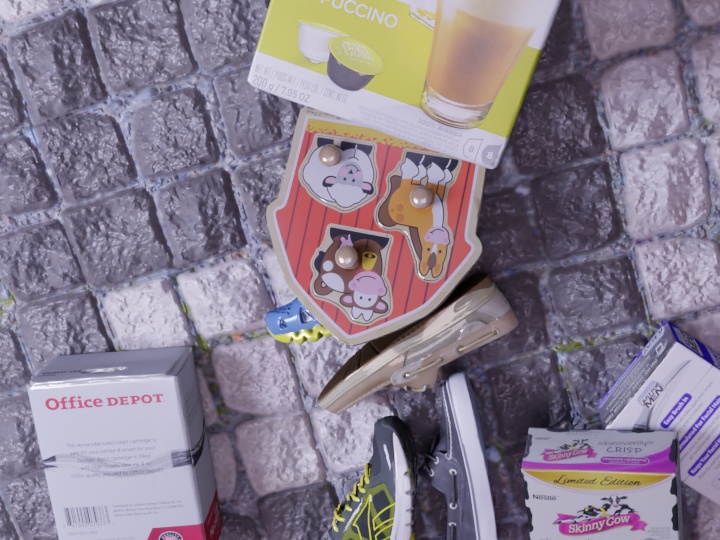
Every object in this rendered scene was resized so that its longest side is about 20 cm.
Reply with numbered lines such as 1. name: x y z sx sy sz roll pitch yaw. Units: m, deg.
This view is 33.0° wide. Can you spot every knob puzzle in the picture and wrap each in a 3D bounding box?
1. knob puzzle: 0.008 -0.034 1.047 0.219 0.030 0.220 -2 84 15

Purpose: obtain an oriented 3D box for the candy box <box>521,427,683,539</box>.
1. candy box: 0.227 0.240 1.121 0.136 0.061 0.200 -2 122 17

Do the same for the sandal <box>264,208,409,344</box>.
1. sandal: 0.000 0.000 1.098 0.200 0.079 0.087 -27 95 6

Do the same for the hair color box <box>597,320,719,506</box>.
1. hair color box: 0.333 0.148 1.119 0.200 0.065 0.109 33 108 -7

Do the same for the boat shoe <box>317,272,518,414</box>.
1. boat shoe: 0.051 0.082 1.118 0.200 0.072 0.065 -35 99 9

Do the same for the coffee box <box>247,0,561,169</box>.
1. coffee box: 0.044 -0.221 0.952 0.200 0.200 0.198 19 108 -2

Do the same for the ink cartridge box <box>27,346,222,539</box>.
1. ink cartridge box: -0.221 0.179 1.164 0.145 0.083 0.200 -5 107 7

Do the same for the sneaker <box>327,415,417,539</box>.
1. sneaker: 0.010 0.234 1.167 0.085 0.074 0.200 2 108 5

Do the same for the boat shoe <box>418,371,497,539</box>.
1. boat shoe: 0.088 0.191 1.155 0.066 0.070 0.200 -9 114 6
